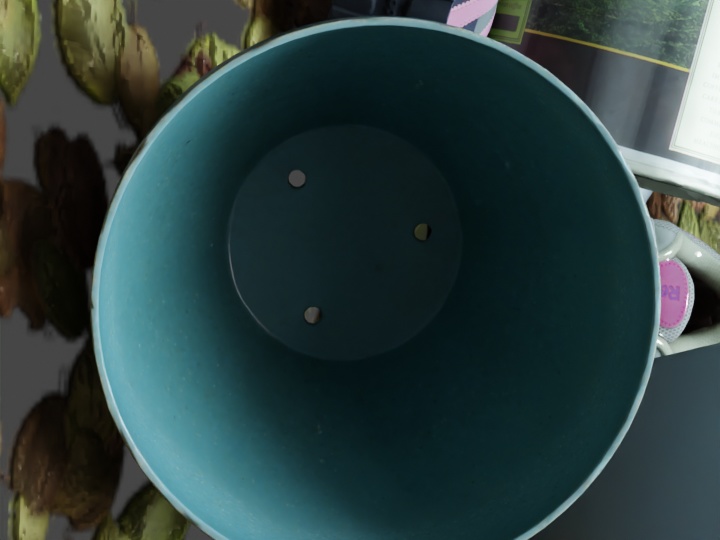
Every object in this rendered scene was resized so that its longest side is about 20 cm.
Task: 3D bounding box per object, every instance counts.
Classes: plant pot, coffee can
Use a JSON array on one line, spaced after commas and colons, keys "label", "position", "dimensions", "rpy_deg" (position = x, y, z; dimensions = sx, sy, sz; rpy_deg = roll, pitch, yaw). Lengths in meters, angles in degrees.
[{"label": "plant pot", "position": [0.000, 0.000, 0.955], "dimensions": [0.135, 0.199, 0.201], "rpy_deg": [-117, -160, -77]}, {"label": "coffee can", "position": [0.130, -0.138, 1.098], "dimensions": [0.146, 0.146, 0.201], "rpy_deg": [13, 92, -59]}]

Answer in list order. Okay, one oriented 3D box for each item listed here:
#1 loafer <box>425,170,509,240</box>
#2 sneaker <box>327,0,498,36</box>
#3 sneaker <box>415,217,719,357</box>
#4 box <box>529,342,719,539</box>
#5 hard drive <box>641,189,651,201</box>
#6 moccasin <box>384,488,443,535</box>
[{"label": "loafer", "position": [0.044, 0.035, 1.072], "dimensions": [0.071, 0.073, 0.201], "rpy_deg": [-20, 129, -28]}, {"label": "sneaker", "position": [0.028, -0.128, 1.047], "dimensions": [0.082, 0.070, 0.201], "rpy_deg": [-54, 167, -68]}, {"label": "sneaker", "position": [0.103, 0.006, 1.172], "dimensions": [0.199, 0.088, 0.082], "rpy_deg": [1, 89, -39]}, {"label": "box", "position": [0.152, 0.147, 1.086], "dimensions": [0.130, 0.200, 0.200], "rpy_deg": [24, 72, -22]}, {"label": "hard drive", "position": [0.154, -0.115, 1.238], "dimensions": [0.201, 0.027, 0.132], "rpy_deg": [-58, 157, -1]}, {"label": "moccasin", "position": [-0.020, 0.172, 0.957], "dimensions": [0.078, 0.074, 0.201], "rpy_deg": [46, 61, 5]}]
